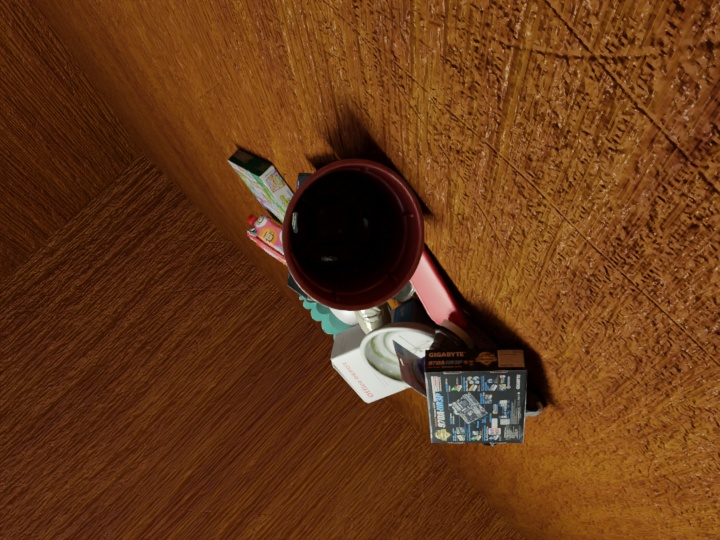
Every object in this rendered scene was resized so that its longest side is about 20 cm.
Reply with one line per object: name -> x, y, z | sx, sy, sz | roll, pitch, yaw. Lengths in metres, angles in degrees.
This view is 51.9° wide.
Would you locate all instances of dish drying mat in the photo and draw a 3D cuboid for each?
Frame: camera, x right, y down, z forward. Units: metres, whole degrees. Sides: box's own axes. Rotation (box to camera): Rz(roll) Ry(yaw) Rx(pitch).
dish drying mat -> 0.103, 0.014, 1.186 | 0.076, 0.018, 0.202 | 3, 131, 51

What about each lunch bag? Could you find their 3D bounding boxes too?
lunch bag -> -0.210, -0.081, 1.843 | 0.174, 0.083, 0.200 | 34, 179, -2

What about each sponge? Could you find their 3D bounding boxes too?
sponge -> 0.196, 0.138, 1.323 | 0.111, 0.030, 0.200 | 44, 169, 14

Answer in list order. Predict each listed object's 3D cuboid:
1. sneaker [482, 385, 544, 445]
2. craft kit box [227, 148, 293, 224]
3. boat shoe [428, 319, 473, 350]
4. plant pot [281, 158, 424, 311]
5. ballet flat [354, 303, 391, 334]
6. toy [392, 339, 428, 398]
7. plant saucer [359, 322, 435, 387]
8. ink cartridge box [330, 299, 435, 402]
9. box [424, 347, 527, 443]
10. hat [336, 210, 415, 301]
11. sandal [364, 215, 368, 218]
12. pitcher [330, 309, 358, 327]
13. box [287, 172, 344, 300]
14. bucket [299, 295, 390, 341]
sneaker -> 0.256, 0.262, 1.307 | 0.075, 0.116, 0.200 | 42, 169, 15
craft kit box -> -0.200, -0.175, 1.692 | 0.198, 0.049, 0.199 | 51, 169, -34
boat shoe -> 0.167, 0.158, 1.241 | 0.071, 0.061, 0.202 | 27, 162, 42
plant pot -> -0.028, -0.061, 1.079 | 0.201, 0.200, 0.195 | 48, 177, -15
ballet flat -> 0.007, 0.037, 1.397 | 0.070, 0.068, 0.204 | 117, 136, -79
toy -> 0.148, 0.191, 1.297 | 0.199, 0.047, 0.116 | 38, -161, -24
plant saucer -> 0.098, 0.147, 1.372 | 0.195, 0.051, 0.202 | 9, 142, 7
ink cartridge box -> 0.059, 0.167, 1.494 | 0.145, 0.197, 0.085 | 52, -154, -29
box -> 0.185, 0.205, 1.185 | 0.047, 0.155, 0.202 | -84, -12, -45
hat -> 0.000, 0.000, 1.260 | 0.198, 0.081, 0.202 | 28, 149, 19
sandal -> -0.007, -0.064, 1.338 | 0.076, 0.043, 0.199 | 51, 169, -21
pitcher -> -0.028, 0.005, 1.518 | 0.202, 0.120, 0.171 | 57, 157, 2
box -> -0.078, -0.061, 1.254 | 0.043, 0.205, 0.160 | 4, -173, -18
bucket -> -0.032, 0.089, 1.743 | 0.207, 0.135, 0.208 | 44, 169, 11
